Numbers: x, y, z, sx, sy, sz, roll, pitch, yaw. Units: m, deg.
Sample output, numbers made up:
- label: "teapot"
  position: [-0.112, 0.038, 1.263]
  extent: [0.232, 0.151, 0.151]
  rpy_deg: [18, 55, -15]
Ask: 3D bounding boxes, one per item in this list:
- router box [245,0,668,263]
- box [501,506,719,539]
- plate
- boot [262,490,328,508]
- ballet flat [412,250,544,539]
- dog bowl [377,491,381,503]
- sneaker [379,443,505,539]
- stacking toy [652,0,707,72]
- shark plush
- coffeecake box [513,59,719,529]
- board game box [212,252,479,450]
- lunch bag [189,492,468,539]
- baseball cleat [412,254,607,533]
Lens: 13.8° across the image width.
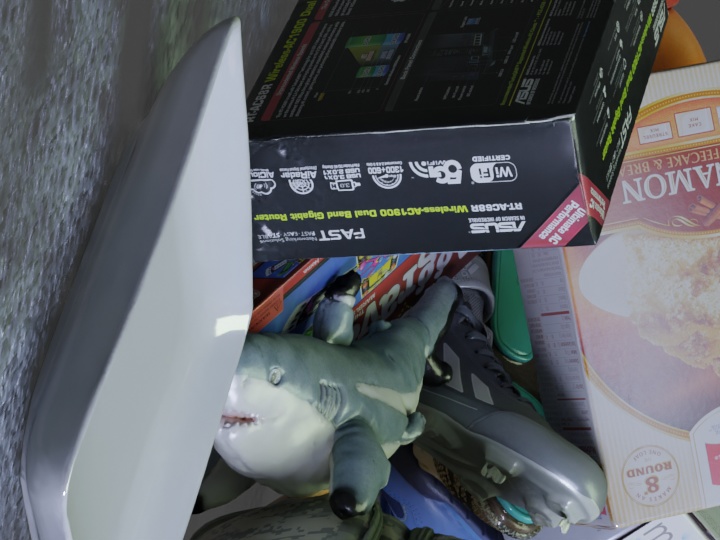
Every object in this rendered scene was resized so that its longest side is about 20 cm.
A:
- label: "router box"
  position: [0.041, -0.083, 1.264]
  extent: [0.200, 0.149, 0.062]
  rpy_deg: [-66, 148, -53]
- label: "box"
  position: [0.141, 0.124, 1.551]
  extent: [0.200, 0.096, 0.177]
  rpy_deg: [48, 16, -47]
- label: "plate"
  position: [-0.080, 0.041, 1.061]
  extent: [0.200, 0.032, 0.201]
  rpy_deg: [89, 15, -57]
- label: "boot"
  position: [0.004, 0.178, 1.474]
  extent: [0.145, 0.070, 0.201]
  rpy_deg: [62, -7, 13]
- label: "ballet flat"
  position: [0.058, 0.057, 1.463]
  extent: [0.075, 0.068, 0.201]
  rpy_deg: [-31, -138, 36]
- label: "dog bowl"
  position: [0.016, 0.043, 1.628]
  extent: [0.200, 0.058, 0.202]
  rpy_deg: [12, 90, -81]
- label: "sneaker"
  position: [0.041, 0.142, 1.534]
  extent: [0.200, 0.082, 0.074]
  rpy_deg: [54, 21, -33]
- label: "stacking toy"
  position: [0.103, -0.160, 1.474]
  extent: [0.146, 0.145, 0.202]
  rpy_deg: [-46, 132, -75]
- label: "shark plush"
  position: [0.001, 0.041, 1.272]
  extent: [0.199, 0.090, 0.084]
  rpy_deg: [-24, 110, -44]
- label: "coffeecake box"
  position: [0.157, 0.007, 1.384]
  extent: [0.073, 0.152, 0.202]
  rpy_deg: [171, -92, -74]
- label: "board game box"
  position: [0.000, 0.000, 1.320]
  extent: [0.200, 0.019, 0.103]
  rpy_deg: [-42, 152, -33]
- label: "lunch bag"
  position: [-0.020, 0.176, 1.208]
  extent: [0.200, 0.167, 0.140]
  rpy_deg: [-54, 157, -73]
- label: "baseball cleat"
  position: [0.048, 0.044, 1.377]
  extent: [0.107, 0.199, 0.070]
  rpy_deg: [-51, 144, -19]
